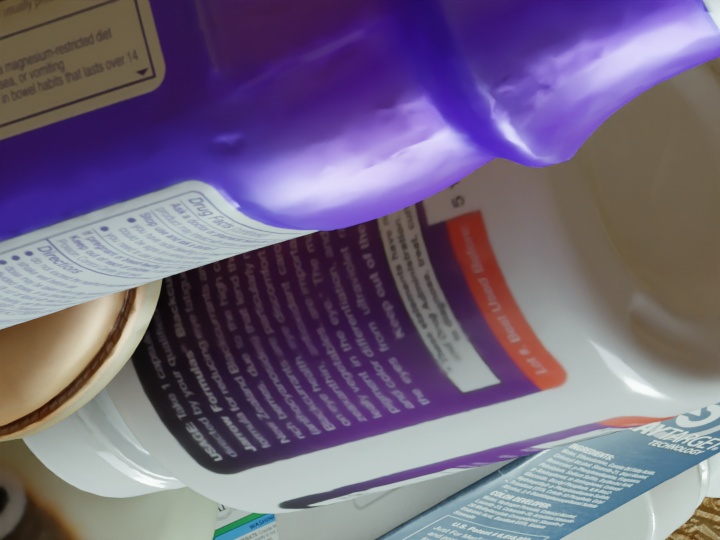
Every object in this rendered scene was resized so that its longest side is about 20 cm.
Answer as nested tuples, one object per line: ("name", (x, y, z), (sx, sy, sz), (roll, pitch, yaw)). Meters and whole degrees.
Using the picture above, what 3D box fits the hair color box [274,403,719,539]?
("hair color box", (0.059, 0.010, 0.792), (0.060, 0.100, 0.200), (17, 141, -43))

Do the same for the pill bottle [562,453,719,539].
("pill bottle", (0.149, 0.028, 1.180), (0.200, 0.115, 0.114), (-38, -171, -30))

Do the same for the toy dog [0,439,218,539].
("toy dog", (-0.111, 0.081, 0.885), (0.140, 0.194, 0.200), (-51, -174, -19))

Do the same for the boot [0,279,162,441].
("boot", (-0.160, 0.011, 0.694), (0.199, 0.077, 0.155), (-8, 177, 39))

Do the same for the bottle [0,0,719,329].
("bottle", (-0.021, -0.036, 0.486), (0.199, 0.066, 0.083), (-16, 176, 23))

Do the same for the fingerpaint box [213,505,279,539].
("fingerpaint box", (-0.002, 0.057, 1.286), (0.199, 0.074, 0.167), (-24, -166, -5))

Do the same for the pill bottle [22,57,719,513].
("pill bottle", (0.000, 0.000, 0.728), (0.200, 0.112, 0.111), (-18, 175, 39))
